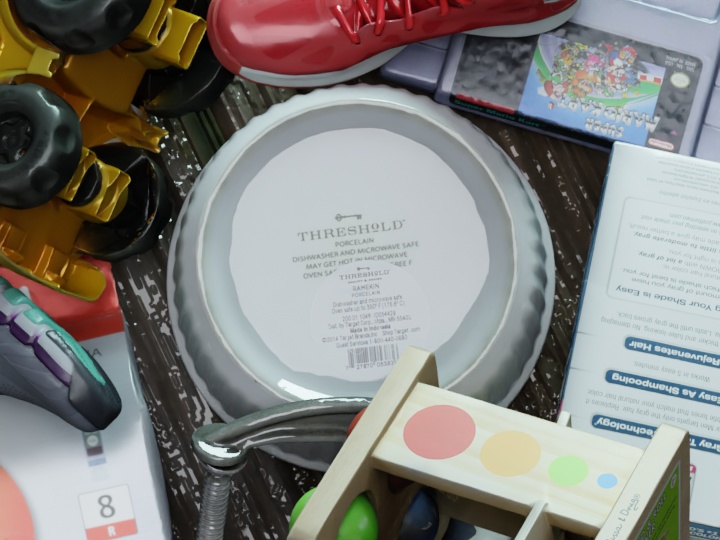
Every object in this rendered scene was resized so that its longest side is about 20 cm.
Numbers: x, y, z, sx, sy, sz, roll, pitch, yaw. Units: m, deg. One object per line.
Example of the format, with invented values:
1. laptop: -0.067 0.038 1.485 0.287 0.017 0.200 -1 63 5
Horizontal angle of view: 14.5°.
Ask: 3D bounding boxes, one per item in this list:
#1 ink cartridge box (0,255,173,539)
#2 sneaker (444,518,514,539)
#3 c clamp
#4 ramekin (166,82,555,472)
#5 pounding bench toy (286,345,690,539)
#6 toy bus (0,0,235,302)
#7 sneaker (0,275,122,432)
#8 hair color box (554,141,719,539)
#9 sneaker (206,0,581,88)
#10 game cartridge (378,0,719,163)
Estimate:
1. ink cartridge box: -0.191 0.067 1.433 0.162 0.050 0.200 -13 86 -1
2. sneaker: 0.084 0.186 1.397 0.129 0.080 0.199 21 73 12
3. c clamp: -0.051 0.137 1.379 0.171 0.027 0.200 6 126 -13
4. ramekin: 0.000 0.000 1.411 0.200 0.105 0.200 0 82 0
5. pounding bench toy: 0.037 0.156 1.253 0.156 0.124 0.200 16 49 22
6. toy bus: -0.181 -0.107 1.420 0.192 0.136 0.200 19 83 24
7. sneaker: -0.205 0.036 1.404 0.200 0.074 0.088 39 85 28
8. hair color box: 0.153 0.042 1.392 0.100 0.061 0.200 12 61 4
9. sneaker: 0.027 -0.148 1.377 0.200 0.116 0.078 -16 82 -15
10. game cartridge: 0.121 -0.130 1.464 0.200 0.038 0.130 16 79 3
